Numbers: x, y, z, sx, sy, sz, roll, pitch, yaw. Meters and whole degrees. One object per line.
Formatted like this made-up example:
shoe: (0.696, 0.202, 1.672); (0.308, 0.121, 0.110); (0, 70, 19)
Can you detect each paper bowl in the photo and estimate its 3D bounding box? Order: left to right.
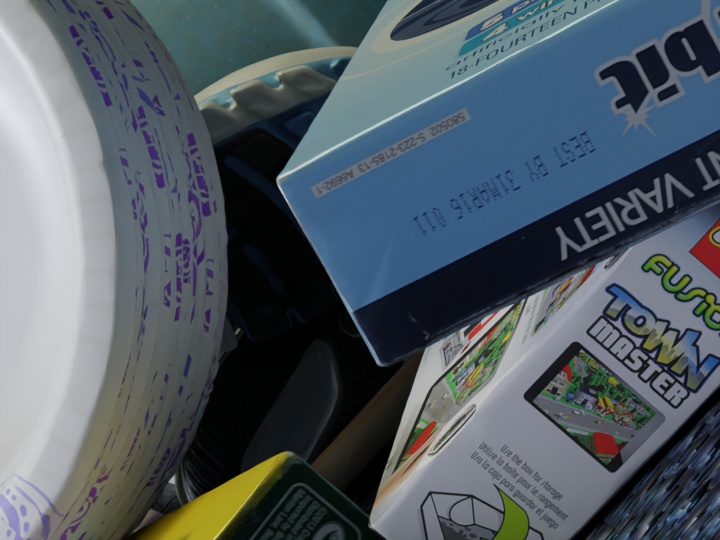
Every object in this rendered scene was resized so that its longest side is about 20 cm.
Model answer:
paper bowl: (-0.129, 0.000, 0.693); (0.201, 0.201, 0.104); (-48, -17, 13)

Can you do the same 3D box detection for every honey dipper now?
honey dipper: (-0.015, 0.068, 0.760); (0.200, 0.038, 0.038); (-46, 5, -4)

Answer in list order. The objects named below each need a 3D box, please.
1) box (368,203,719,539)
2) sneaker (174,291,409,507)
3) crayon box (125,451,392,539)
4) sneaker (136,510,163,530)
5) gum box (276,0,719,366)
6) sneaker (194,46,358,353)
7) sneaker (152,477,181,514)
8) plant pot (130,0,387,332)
box: (0.061, -0.005, 0.619); (0.110, 0.035, 0.200); (-48, 6, 19)
sneaker: (0.000, 0.000, 0.853); (0.201, 0.076, 0.115); (-54, 8, -12)
crayon box: (-0.078, 0.144, 0.601); (0.200, 0.058, 0.173); (-51, 4, -20)
sneaker: (-0.149, 0.112, 1.157); (0.075, 0.100, 0.200); (-55, 6, -27)
gum box: (0.080, -0.066, 0.544); (0.170, 0.045, 0.200); (-27, 12, 16)
sneaker: (-0.066, -0.004, 0.780); (0.200, 0.075, 0.087); (-38, 22, 13)
sneaker: (-0.043, 0.026, 1.090); (0.200, 0.079, 0.095); (-54, -4, -47)
plant pot: (-0.069, -0.040, 0.945); (0.196, 0.200, 0.200); (-47, 5, -12)
